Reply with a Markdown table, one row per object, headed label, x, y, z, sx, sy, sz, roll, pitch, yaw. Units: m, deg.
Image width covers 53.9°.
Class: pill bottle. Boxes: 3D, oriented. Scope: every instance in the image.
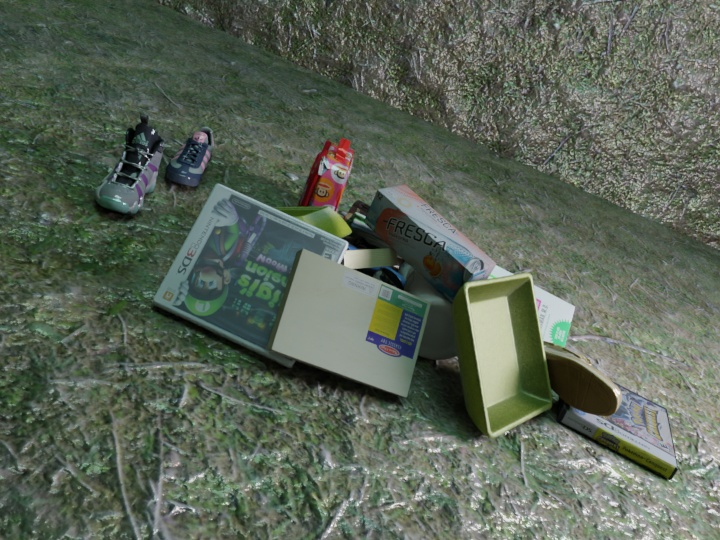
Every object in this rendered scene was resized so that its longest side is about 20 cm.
| label | x | y | z | sx | sy | sz | roll | pitch | yaw |
| --- | --- | --- | --- | --- | --- | --- | --- | --- | --- |
| pill bottle | 0.124 | 0.034 | 1.111 | 0.113 | 0.115 | 0.201 | 21 | 36 | -4 |

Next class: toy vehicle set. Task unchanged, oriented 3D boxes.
| label | x | y | z | sx | sy | sz | roll | pitch | yaw |
| --- | --- | --- | --- | --- | --- | --- | --- | --- | --- |
| toy vehicle set | -0.058 | -0.014 | 1.074 | 0.198 | 0.027 | 0.123 | -3 | 1 | 41 |

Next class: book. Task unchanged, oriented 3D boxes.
| label | x | y | z | sx | sy | sz | roll | pitch | yaw |
| --- | --- | --- | --- | --- | --- | --- | --- | --- | --- |
| book | 0.255 | 0.078 | 1.203 | 0.198 | 0.048 | 0.135 | 26 | 58 | -1 |

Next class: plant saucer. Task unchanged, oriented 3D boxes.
| label | x | y | z | sx | sy | sz | roll | pitch | yaw |
| --- | --- | --- | --- | --- | --- | --- | --- | --- | --- |
| plant saucer | 0.193 | 0.113 | 0.995 | 0.047 | 0.203 | 0.199 | -11 | -3 | 39 |
| plant saucer | -0.133 | -0.069 | 1.113 | 0.197 | 0.049 | 0.200 | 1 | 12 | 16 |

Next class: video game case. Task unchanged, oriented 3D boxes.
| label | x | y | z | sx | sy | sz | roll | pitch | yaw |
| --- | --- | --- | --- | --- | --- | --- | --- | --- | --- |
| video game case | -0.140 | 0.003 | 0.924 | 0.198 | 0.183 | 0.023 | 24 | -17 | 3 |
| video game case | 0.401 | 0.226 | 1.115 | 0.179 | 0.026 | 0.200 | 27 | 22 | 10 |

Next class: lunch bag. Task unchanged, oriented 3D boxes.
| label | x | y | z | sx | sy | sz | roll | pitch | yaw |
| --- | --- | --- | --- | --- | --- | --- | --- | --- | --- |
| lunch bag | -0.062 | -0.170 | 1.369 | 0.081 | 0.178 | 0.200 | 20 | 21 | -5 |

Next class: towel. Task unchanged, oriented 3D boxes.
| label | x | y | z | sx | sy | sz | roll | pitch | yaw |
| --- | --- | --- | --- | --- | --- | --- | --- | --- | --- |
| towel | 0.036 | -0.059 | 1.308 | 0.151 | 0.024 | 0.200 | 23 | -6 | -8 |

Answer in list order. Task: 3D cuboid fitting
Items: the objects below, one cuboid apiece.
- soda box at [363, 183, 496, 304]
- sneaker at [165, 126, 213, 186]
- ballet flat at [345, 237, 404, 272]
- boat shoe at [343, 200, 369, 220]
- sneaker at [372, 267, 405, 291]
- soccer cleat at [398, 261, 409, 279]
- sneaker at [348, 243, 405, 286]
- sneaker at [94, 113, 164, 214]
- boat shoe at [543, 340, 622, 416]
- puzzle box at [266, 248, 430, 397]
| label | x | y | z | sx | sy | sz | roll | pitch | yaw |
| --- | --- | --- | --- | --- | --- | --- | --- | --- | --- |
| soda box | 0.098 | -0.042 | 1.038 | 0.200 | 0.064 | 0.068 | 43 | 38 | 25 |
| sneaker | -0.325 | -0.223 | 1.361 | 0.069 | 0.083 | 0.201 | 18 | 22 | -12 |
| ballet flat | 0.058 | -0.017 | 1.310 | 0.198 | 0.047 | 0.068 | 20 | 20 | -7 |
| boat shoe | 0.061 | -0.088 | 1.405 | 0.199 | 0.067 | 0.072 | 21 | -9 | 21 |
| sneaker | -0.004 | 0.078 | 1.008 | 0.075 | 0.081 | 0.200 | 51 | 40 | -9 |
| soccer cleat | 0.156 | 0.045 | 1.257 | 0.198 | 0.070 | 0.087 | 20 | 42 | -8 |
| sneaker | 0.000 | 0.000 | 1.202 | 0.199 | 0.067 | 0.078 | 32 | 11 | 21 |
| sneaker | -0.366 | -0.182 | 1.144 | 0.077 | 0.141 | 0.201 | 17 | 22 | -13 |
| boat shoe | 0.318 | 0.152 | 1.075 | 0.069 | 0.075 | 0.199 | -12 | 26 | -35 |
| puzzle box | -0.010 | 0.071 | 0.911 | 0.198 | 0.135 | 0.025 | 23 | -17 | -21 |
